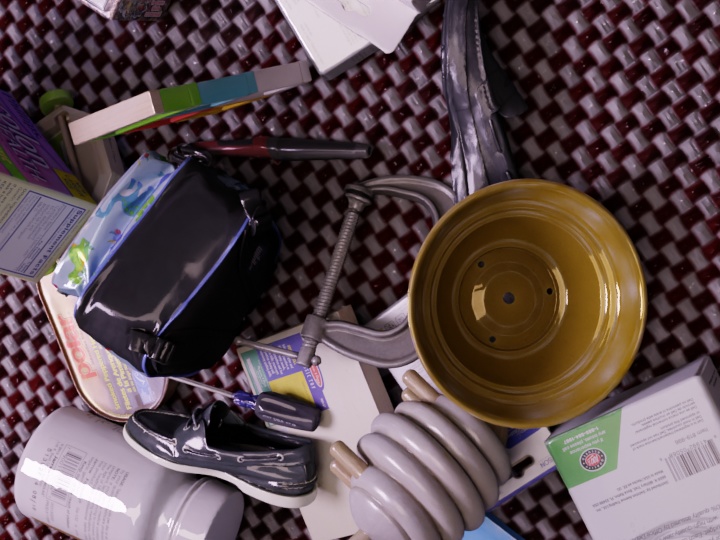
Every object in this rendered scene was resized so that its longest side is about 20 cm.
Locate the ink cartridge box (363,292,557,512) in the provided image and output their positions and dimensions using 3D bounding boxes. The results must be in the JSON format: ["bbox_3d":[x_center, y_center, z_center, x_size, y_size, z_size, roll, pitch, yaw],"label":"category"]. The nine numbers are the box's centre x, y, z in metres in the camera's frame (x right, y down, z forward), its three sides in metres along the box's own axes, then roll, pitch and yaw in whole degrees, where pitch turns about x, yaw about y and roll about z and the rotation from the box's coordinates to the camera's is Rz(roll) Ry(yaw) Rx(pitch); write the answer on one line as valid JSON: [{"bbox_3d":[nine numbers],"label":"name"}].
[{"bbox_3d":[0.095,0.105,1.220,0.094,0.037,0.201,-36,83,22],"label":"ink cartridge box"}]

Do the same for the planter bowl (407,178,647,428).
[{"bbox_3d":[0.131,0.025,1.149,0.198,0.083,0.202,0,92,-7],"label":"planter bowl"}]

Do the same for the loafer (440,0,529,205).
[{"bbox_3d":[0.107,-0.140,1.158,0.070,0.068,0.202,-5,101,10],"label":"loafer"}]

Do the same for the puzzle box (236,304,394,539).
[{"bbox_3d":[-0.025,0.143,1.261,0.132,0.025,0.201,-20,92,37],"label":"puzzle box"}]

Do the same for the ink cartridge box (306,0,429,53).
[{"bbox_3d":[0.030,-0.294,1.127,0.117,0.067,0.201,32,95,6],"label":"ink cartridge box"}]

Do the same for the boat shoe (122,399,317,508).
[{"bbox_3d":[-0.128,0.154,1.268,0.198,0.074,0.067,20,114,23],"label":"boat shoe"}]

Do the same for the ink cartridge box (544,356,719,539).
[{"bbox_3d":[0.266,0.195,1.145,0.146,0.083,0.201,-26,89,22],"label":"ink cartridge box"}]

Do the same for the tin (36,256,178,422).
[{"bbox_3d":[-0.244,0.047,1.336,0.111,0.042,0.201,-20,92,18],"label":"tin"}]

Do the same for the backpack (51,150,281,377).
[{"bbox_3d":[-0.160,-0.006,1.204,0.147,0.200,0.184,35,88,12],"label":"backpack"}]

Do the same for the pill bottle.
[{"bbox_3d":[-0.218,0.216,1.313,0.199,0.114,0.115,20,106,16],"label":"pill bottle"}]

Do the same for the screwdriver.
[{"bbox_3d":[-0.130,0.111,1.262,0.198,0.029,0.028,15,76,16],"label":"screwdriver"}]

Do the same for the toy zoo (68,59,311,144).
[{"bbox_3d":[-0.134,-0.147,1.182,0.131,0.199,0.021,-10,97,48],"label":"toy zoo"}]

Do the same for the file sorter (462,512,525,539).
[{"bbox_3d":[0.088,0.338,1.217,0.138,0.123,0.201,36,109,11],"label":"file sorter"}]

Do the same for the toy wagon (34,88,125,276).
[{"bbox_3d":[-0.313,-0.072,1.317,0.199,0.039,0.156,-30,66,23],"label":"toy wagon"}]

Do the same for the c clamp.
[{"bbox_3d":[0.000,0.000,1.202,0.170,0.027,0.201,20,79,19],"label":"c clamp"}]

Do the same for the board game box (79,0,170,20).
[{"bbox_3d":[-0.220,-0.349,1.224,0.159,0.097,0.201,33,109,12],"label":"board game box"}]

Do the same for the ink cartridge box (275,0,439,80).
[{"bbox_3d":[0.011,-0.286,1.188,0.199,0.047,0.161,-31,87,6],"label":"ink cartridge box"}]

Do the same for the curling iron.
[{"bbox_3d":[-0.084,-0.102,1.252,0.198,0.026,0.050,-2,59,17],"label":"curling iron"}]

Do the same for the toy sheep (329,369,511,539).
[{"bbox_3d":[0.050,0.171,1.154,0.138,0.138,0.200,44,76,8],"label":"toy sheep"}]

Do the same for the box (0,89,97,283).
[{"bbox_3d":[-0.364,-0.098,1.211,0.097,0.200,0.176,-49,60,11],"label":"box"}]
